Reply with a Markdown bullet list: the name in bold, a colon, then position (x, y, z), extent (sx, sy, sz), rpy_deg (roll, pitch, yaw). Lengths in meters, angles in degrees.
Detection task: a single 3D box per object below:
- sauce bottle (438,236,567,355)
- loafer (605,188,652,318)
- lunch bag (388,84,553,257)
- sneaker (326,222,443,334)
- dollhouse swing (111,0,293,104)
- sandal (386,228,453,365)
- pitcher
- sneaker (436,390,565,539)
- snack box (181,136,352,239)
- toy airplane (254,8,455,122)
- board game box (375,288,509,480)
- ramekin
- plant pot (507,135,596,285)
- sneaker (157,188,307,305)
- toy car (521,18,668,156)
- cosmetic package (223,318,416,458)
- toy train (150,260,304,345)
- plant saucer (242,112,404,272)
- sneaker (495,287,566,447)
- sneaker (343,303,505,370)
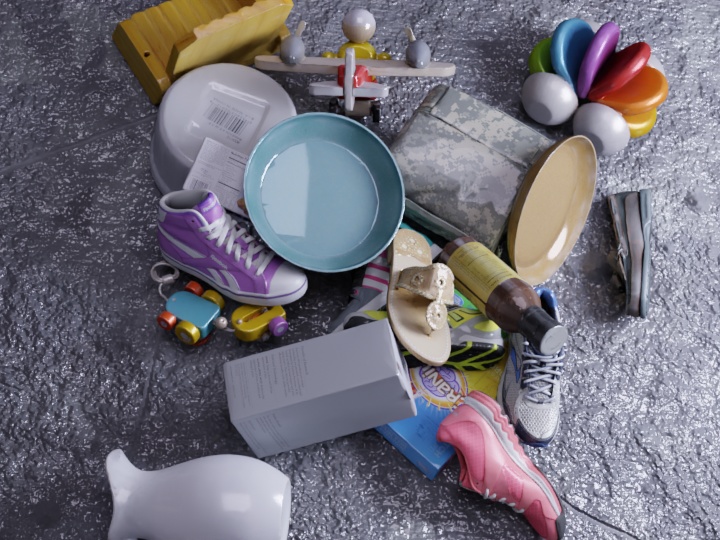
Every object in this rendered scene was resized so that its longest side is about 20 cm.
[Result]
- **sauce bottle**: position (0.169, 0.032, 1.477), extent (0.065, 0.065, 0.200), rpy_deg (-23, 42, -20)
- **loafer**: position (0.352, -0.021, 1.649), extent (0.063, 0.072, 0.201), rpy_deg (1, 53, 14)
- **lunch bag**: position (0.125, -0.119, 1.610), extent (0.200, 0.140, 0.168), rpy_deg (32, 55, 6)
- **sneaker**: position (0.000, 0.000, 1.559), extent (0.121, 0.084, 0.200), rpy_deg (42, 60, 11)
- **dollhouse swing**: position (-0.209, -0.341, 1.656), extent (0.200, 0.176, 0.182), rpy_deg (-27, 70, -20)
- **sandal**: position (0.074, 0.009, 1.454), extent (0.077, 0.070, 0.212), rpy_deg (14, 38, -20)
- **pitcher**: position (-0.182, 0.287, 1.370), extent (0.199, 0.121, 0.172), rpy_deg (3, 81, 4)
- **sneaker**: position (0.160, 0.242, 1.456), extent (0.087, 0.074, 0.200), rpy_deg (-34, 90, -14)
- **snack box**: position (-0.113, -0.089, 1.528), extent (0.199, 0.024, 0.072), rpy_deg (24, 79, -8)
- **toy airplane**: position (-0.009, -0.271, 1.618), extent (0.199, 0.199, 0.142), rpy_deg (2, 93, -41)
- **board game box**: position (0.098, 0.134, 1.529), extent (0.153, 0.040, 0.200), rpy_deg (40, 63, 12)
- **ramekin**: position (-0.172, -0.171, 1.615), extent (0.200, 0.098, 0.201), rpy_deg (4, 61, -8)
- **plant pot**: position (0.240, -0.079, 1.589), extent (0.027, 0.200, 0.200), rpy_deg (24, 58, 31)
- **sneaker**: position (-0.157, -0.032, 1.484), extent (0.200, 0.115, 0.073), rpy_deg (19, 49, 13)
- **toy car**: position (0.331, -0.273, 1.722), extent (0.200, 0.150, 0.175), rpy_deg (32, 62, 8)
- **cosmetic package**: position (-0.045, 0.136, 1.427), extent (0.199, 0.113, 0.081), rpy_deg (-16, 57, 3)
- **toy train**: position (-0.154, 0.034, 1.538), extent (0.199, 0.056, 0.151), rpy_deg (-7, 48, -7)
- **plant saucer**: position (-0.046, -0.091, 1.511), extent (0.199, 0.036, 0.201), rpy_deg (4, 76, -14)
- **sneaker**: position (0.207, 0.110, 1.488), extent (0.077, 0.085, 0.201), rpy_deg (4, 62, -7)
- **sneaker**: position (0.074, 0.071, 1.501), extent (0.199, 0.075, 0.077), rpy_deg (9, 53, -17)
